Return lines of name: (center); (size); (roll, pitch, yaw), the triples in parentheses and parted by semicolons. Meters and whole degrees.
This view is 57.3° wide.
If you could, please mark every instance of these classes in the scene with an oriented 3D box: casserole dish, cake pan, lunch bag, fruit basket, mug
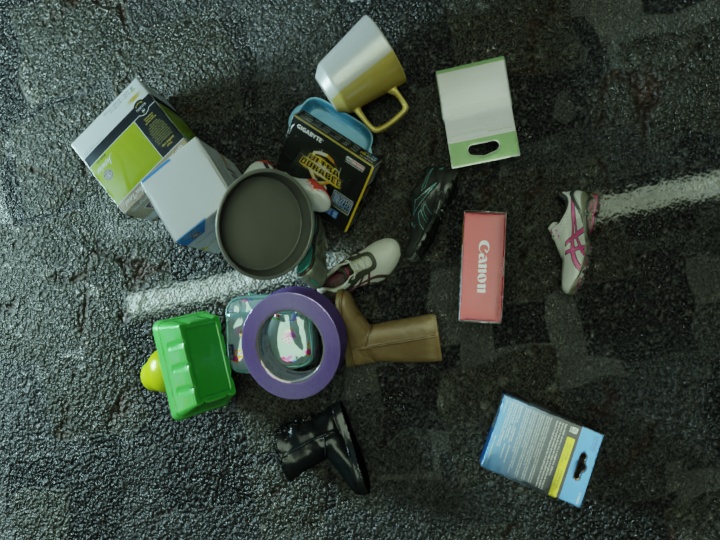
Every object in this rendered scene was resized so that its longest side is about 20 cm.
casserole dish: (-0.061, -0.274, 1.377); (0.197, 0.039, 0.123); (33, 92, 11)
cake pan: (-0.180, -0.087, 1.230); (0.195, 0.036, 0.207); (-6, 101, -29)
lunch bag: (-0.185, 0.124, 1.353); (0.193, 0.077, 0.166); (-5, 86, 9)
fruit basket: (-0.362, 0.198, 1.366); (0.213, 0.152, 0.223); (17, 113, 49)
mug: (0.000, -0.384, 1.308); (0.151, 0.150, 0.189); (-34, 62, 4)

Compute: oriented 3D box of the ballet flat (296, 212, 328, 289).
ballet flat: (-0.093, -0.038, 1.326); (0.067, 0.203, 0.064); (-34, 123, 24)

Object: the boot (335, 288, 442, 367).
boot: (0.057, 0.107, 1.305); (0.194, 0.067, 0.180); (-7, 117, 10)

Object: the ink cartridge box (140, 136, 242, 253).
ink cartridge box: (-0.309, -0.143, 1.328); (0.146, 0.200, 0.146); (-36, 80, 5)

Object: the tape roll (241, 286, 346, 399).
tape roll: (-0.126, 0.137, 1.259); (0.193, 0.066, 0.207); (2, 99, 11)

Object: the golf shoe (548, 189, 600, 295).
golf shoe: (0.405, -0.055, 1.274); (0.089, 0.073, 0.206); (10, 78, 16)

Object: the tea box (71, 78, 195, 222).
tea box: (-0.455, -0.249, 1.392); (0.199, 0.134, 0.198); (-41, 80, 5)

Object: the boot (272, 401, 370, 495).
boot: (-0.081, 0.376, 1.323); (0.159, 0.073, 0.203); (-24, 76, 5)

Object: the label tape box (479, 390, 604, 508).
label tape box: (0.343, 0.338, 1.260); (0.195, 0.063, 0.148); (21, 90, 10)

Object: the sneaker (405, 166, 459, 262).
sneaker: (0.131, -0.116, 1.328); (0.078, 0.075, 0.204); (23, 83, 22)

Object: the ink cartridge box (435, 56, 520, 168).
ink cartridge box: (0.236, -0.313, 1.326); (0.141, 0.048, 0.207); (-9, 85, 9)

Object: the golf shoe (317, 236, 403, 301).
golf shoe: (0.000, 0.000, 1.326); (0.197, 0.088, 0.078); (-33, 81, 5)

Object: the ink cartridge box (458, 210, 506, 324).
ink cartridge box: (0.229, -0.005, 1.243); (0.081, 0.175, 0.207); (2, 86, 9)

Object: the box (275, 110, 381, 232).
box: (-0.072, -0.199, 1.332); (0.197, 0.049, 0.162); (34, 126, 10)

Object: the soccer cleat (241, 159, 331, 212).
soccer cleat: (-0.150, -0.158, 1.307); (0.196, 0.085, 0.070); (27, 132, 18)
